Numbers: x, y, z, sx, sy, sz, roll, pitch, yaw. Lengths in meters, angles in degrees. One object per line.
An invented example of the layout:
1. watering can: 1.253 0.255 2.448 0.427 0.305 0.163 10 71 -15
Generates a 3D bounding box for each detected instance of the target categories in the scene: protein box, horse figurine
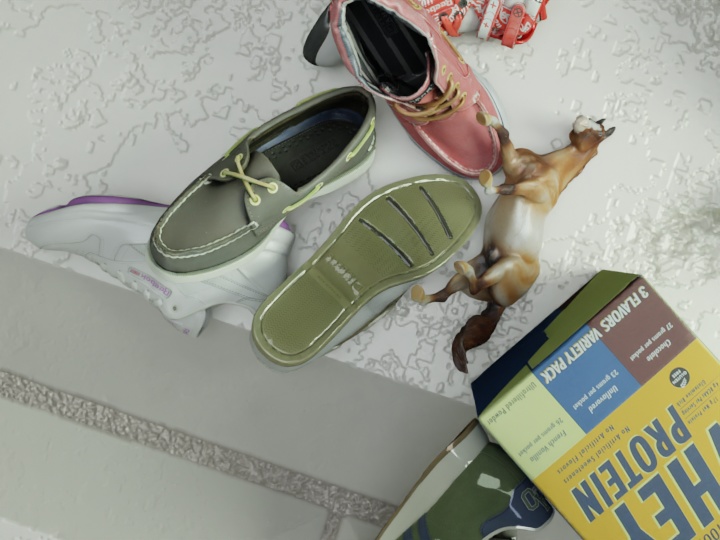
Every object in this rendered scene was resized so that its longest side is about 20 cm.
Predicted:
1. protein box: 0.190 0.118 0.871 0.135 0.199 0.200 -42 88 4
2. horse figurine: 0.103 -0.027 0.928 0.050 0.133 0.200 23 98 35

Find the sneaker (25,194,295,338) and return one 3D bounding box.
1. sneaker: -0.152 -0.003 0.958 0.200 0.075 0.100 7 90 4

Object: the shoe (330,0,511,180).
1. shoe: 0.042 -0.126 0.897 0.071 0.091 0.200 -28 118 18

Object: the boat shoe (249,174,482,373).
1. boat shoe: 0.000 0.000 0.950 0.200 0.068 0.075 -35 83 -16

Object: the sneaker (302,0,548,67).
1. sneaker: 0.062 -0.190 0.942 0.201 0.067 0.108 -41 85 2

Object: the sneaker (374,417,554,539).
1. sneaker: 0.063 0.192 0.901 0.090 0.067 0.200 40 134 11

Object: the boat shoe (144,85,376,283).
1. boat shoe: -0.068 -0.065 0.914 0.202 0.060 0.072 -36 71 -25
